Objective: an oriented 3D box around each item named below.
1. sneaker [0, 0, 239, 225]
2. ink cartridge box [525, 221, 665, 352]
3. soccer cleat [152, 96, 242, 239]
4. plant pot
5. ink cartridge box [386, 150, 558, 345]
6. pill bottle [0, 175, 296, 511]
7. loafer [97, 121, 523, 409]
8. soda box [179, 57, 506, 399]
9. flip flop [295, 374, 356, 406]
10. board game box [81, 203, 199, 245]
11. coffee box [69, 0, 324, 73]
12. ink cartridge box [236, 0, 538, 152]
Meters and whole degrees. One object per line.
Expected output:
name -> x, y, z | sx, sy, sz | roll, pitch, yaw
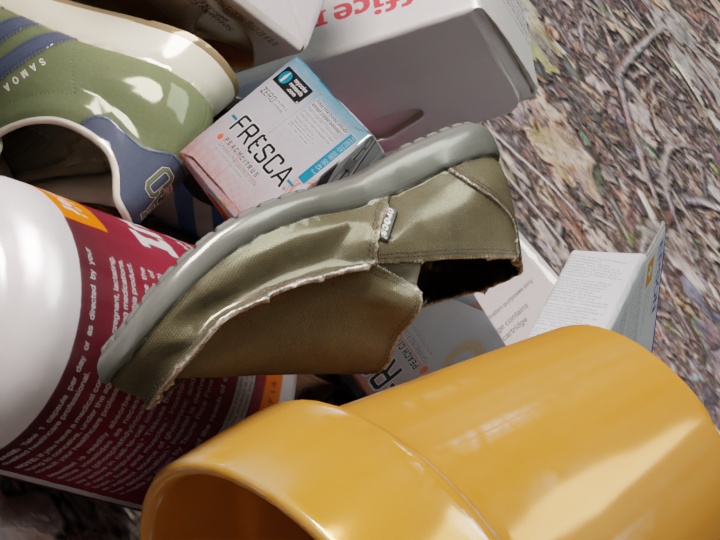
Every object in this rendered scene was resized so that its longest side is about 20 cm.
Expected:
sneaker -> -0.158, -0.070, 1.141 | 0.067, 0.199, 0.090 | 70, 39, -56
ink cartridge box -> 0.097, 0.098, 1.266 | 0.043, 0.197, 0.200 | 10, 25, 13
soccer cleat -> -0.048, -0.038, 1.246 | 0.200, 0.086, 0.070 | 32, 69, -50
plant pot -> 0.046, 0.118, 1.032 | 0.183, 0.200, 0.200 | -31, 79, -29
ink cartridge box -> 0.029, -0.012, 1.384 | 0.200, 0.084, 0.145 | 49, -3, -2
pill bottle -> -0.126, 0.027, 1.053 | 0.200, 0.113, 0.113 | 21, 36, -50
loafer -> -0.010, 0.006, 1.016 | 0.200, 0.075, 0.070 | -28, 80, -32
soda box -> 0.000, 0.000, 1.155 | 0.064, 0.068, 0.200 | 47, -5, 38
flip flop -> -0.018, 0.088, 1.223 | 0.081, 0.058, 0.200 | 32, 20, -37
board game box -> -0.058, 0.006, 1.273 | 0.200, 0.030, 0.095 | 26, 8, -44
coffee box -> -0.117, -0.137, 1.202 | 0.114, 0.200, 0.080 | 36, 59, -31
ink cartridge box -> -0.006, -0.161, 1.292 | 0.083, 0.145, 0.201 | 53, 25, -54
